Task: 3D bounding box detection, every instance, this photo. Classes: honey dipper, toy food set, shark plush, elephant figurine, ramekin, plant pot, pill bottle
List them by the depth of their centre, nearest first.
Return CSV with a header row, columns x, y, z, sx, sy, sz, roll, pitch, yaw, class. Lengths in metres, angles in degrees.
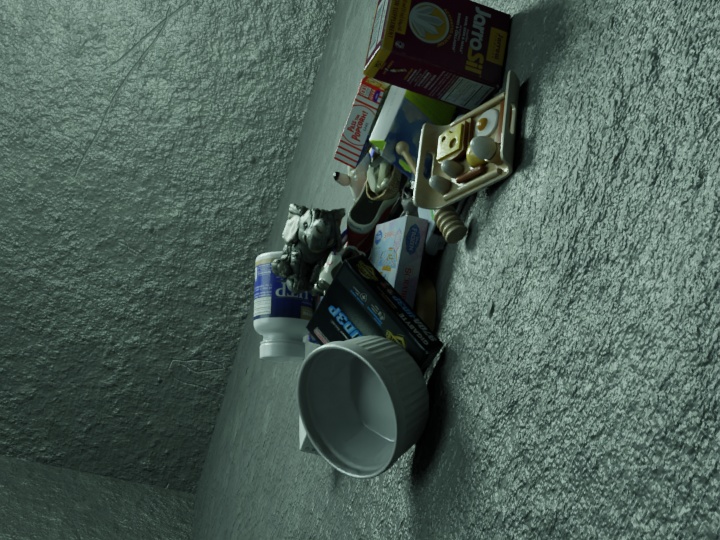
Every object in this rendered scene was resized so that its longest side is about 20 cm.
x,y,z,sx,sy,sz,roll,pitch,yaw,class
0.150,-0.187,1.352,0.199,0.060,0.146,-23,52,51,toy food set
0.009,0.192,1.377,0.198,0.104,0.204,14,111,38,ramekin
0.105,-0.128,1.444,0.202,0.037,0.038,63,144,31,honey dipper
0.075,0.108,1.533,0.200,0.027,0.204,-167,90,-77,plant pot
-0.079,-0.065,1.703,0.155,0.140,0.202,43,137,29,elephant figurine
-0.151,0.074,1.837,0.120,0.118,0.204,144,127,-70,pill bottle
0.023,-0.173,1.877,0.090,0.201,0.084,-13,46,24,shark plush

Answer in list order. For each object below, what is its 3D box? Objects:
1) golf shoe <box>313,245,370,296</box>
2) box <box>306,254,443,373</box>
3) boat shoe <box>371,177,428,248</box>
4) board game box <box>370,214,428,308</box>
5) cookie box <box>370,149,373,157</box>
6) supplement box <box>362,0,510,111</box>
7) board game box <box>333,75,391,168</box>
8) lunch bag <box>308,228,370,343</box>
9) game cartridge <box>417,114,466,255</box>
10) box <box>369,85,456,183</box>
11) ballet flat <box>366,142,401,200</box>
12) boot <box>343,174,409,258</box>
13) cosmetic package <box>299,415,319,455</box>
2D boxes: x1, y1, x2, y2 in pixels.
x,y,z,sx,sy,sz,roll,pitch,yaw,class
0.000,0.000,1.687,0.199,0.076,0.089,-18,-53,-54,golf shoe
0.018,0.101,1.446,0.200,0.046,0.160,48,129,21,box
0.075,-0.102,1.685,0.067,0.056,0.202,-92,20,-51,boat shoe
0.051,0.017,1.569,0.200,0.040,0.203,174,106,-77,board game box
0.087,-0.288,1.791,0.200,0.074,0.174,-139,63,-77,cookie box
0.117,-0.349,1.445,0.103,0.197,0.133,142,140,-68,supplement box
0.023,-0.287,1.657,0.200,0.046,0.153,-58,-8,-61,board game box
-0.037,0.029,1.879,0.171,0.122,0.203,121,159,-53,lunch bag
0.141,-0.141,1.496,0.134,0.040,0.202,-89,18,-56,game cartridge
0.093,-0.253,1.551,0.047,0.121,0.203,11,75,47,box
0.045,-0.202,1.625,0.070,0.065,0.202,35,137,33,ballet flat
0.025,-0.102,1.791,0.201,0.072,0.145,-53,-16,-37,boot
-0.057,0.254,1.832,0.114,0.080,0.202,-95,24,-54,cosmetic package
